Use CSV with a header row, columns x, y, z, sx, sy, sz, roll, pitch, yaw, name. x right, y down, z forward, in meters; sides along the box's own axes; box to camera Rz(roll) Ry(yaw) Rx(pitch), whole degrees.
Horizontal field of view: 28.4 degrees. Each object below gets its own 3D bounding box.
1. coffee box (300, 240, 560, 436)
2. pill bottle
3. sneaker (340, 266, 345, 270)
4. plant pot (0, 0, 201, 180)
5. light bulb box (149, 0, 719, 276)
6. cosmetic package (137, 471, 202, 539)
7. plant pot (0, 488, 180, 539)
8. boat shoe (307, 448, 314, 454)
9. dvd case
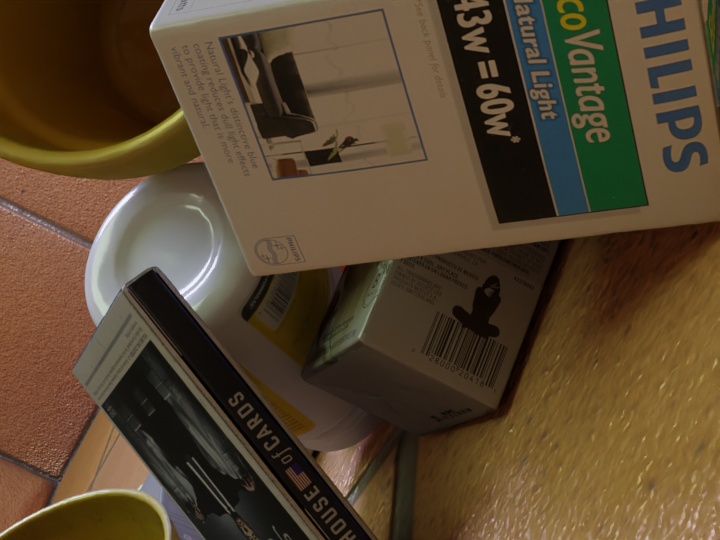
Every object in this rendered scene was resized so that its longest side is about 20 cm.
x,y,z,sx,sy,sz,roll,pitch,yaw,name
0.052,-0.026,0.736,0.201,0.080,0.114,-67,11,-19,coffee box
-0.057,0.032,0.806,0.112,0.200,0.112,-13,58,22,pill bottle
0.000,0.000,0.945,0.201,0.077,0.073,-66,9,-19,sneaker
-0.115,-0.144,0.763,0.201,0.200,0.189,-63,-14,5,plant pot
0.047,-0.115,0.589,0.199,0.199,0.125,-74,-28,-48,light bulb box
-0.137,0.217,1.069,0.107,0.090,0.200,-62,8,9,cosmetic package
-0.171,0.257,0.892,0.199,0.142,0.200,-23,27,13,plant pot
-0.038,0.060,1.005,0.201,0.067,0.074,-65,11,-7,boat shoe
-0.056,0.102,0.666,0.025,0.200,0.150,-37,-2,-26,dvd case
